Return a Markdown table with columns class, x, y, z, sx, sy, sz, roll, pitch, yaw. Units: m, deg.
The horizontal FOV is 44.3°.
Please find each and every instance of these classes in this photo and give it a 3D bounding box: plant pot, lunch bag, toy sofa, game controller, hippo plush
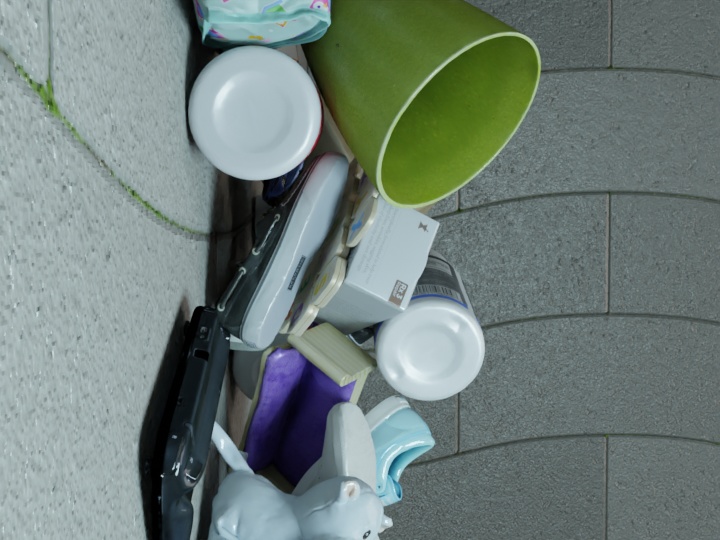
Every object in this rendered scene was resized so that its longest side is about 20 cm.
| class | x | y | z | sx | sy | sz | roll | pitch | yaw |
| --- | --- | --- | --- | --- | --- | --- | --- | --- | --- |
| plant pot | 0.030 | -0.193 | 0.824 | 0.200 | 0.187 | 0.188 | 48 | -23 | 27 |
| lunch bag | -0.088 | -0.276 | 0.743 | 0.200 | 0.121 | 0.172 | -143 | -132 | -79 |
| toy sofa | -0.064 | 0.164 | 0.952 | 0.097 | 0.083 | 0.201 | -19 | 137 | -48 |
| game controller | -0.130 | 0.113 | 0.663 | 0.200 | 0.042 | 0.105 | -91 | -165 | -61 |
| hippo plush | -0.050 | 0.250 | 0.810 | 0.160 | 0.160 | 0.201 | 65 | 21 | -52 |

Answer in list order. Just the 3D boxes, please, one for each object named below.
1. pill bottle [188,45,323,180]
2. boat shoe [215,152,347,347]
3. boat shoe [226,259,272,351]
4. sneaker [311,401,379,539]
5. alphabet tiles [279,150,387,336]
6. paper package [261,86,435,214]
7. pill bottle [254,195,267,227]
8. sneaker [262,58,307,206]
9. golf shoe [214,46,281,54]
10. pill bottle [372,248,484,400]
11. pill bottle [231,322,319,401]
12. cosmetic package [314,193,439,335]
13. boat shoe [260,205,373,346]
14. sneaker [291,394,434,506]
| class | x | y | z | sx | sy | sz | roll | pitch | yaw |
| --- | --- | --- | --- | --- | --- | --- | --- | --- | --- |
| pill bottle | -0.090 | -0.145 | 0.829 | 0.200 | 0.111 | 0.113 | -93 | -177 | -81 |
| boat shoe | -0.075 | -0.027 | 0.835 | 0.201 | 0.056 | 0.069 | -64 | 164 | -8 |
| boat shoe | -0.113 | 0.025 | 0.968 | 0.202 | 0.074 | 0.065 | -71 | 166 | -72 |
| sneaker | -0.031 | 0.234 | 0.888 | 0.075 | 0.088 | 0.201 | 0 | 85 | -65 |
| alphabet tiles | -0.032 | -0.030 | 0.903 | 0.196 | 0.015 | 0.201 | -51 | -160 | 41 |
| paper package | -0.017 | -0.109 | 1.118 | 0.191 | 0.103 | 0.200 | 61 | -35 | 9 |
| pill bottle | -0.051 | -0.068 | 1.277 | 0.112 | 0.199 | 0.113 | -179 | -90 | -87 |
| sneaker | -0.112 | -0.166 | 1.047 | 0.075 | 0.078 | 0.201 | 134 | -43 | -53 |
| golf shoe | -0.104 | -0.265 | 0.939 | 0.200 | 0.091 | 0.076 | -95 | -177 | -65 |
| pill bottle | 0.067 | 0.048 | 0.980 | 0.200 | 0.113 | 0.115 | -94 | -176 | -70 |
| pill bottle | -0.093 | 0.070 | 1.087 | 0.200 | 0.112 | 0.113 | -93 | -177 | -62 |
| cosmetic package | 0.000 | 0.000 | 0.920 | 0.102 | 0.074 | 0.200 | -68 | -169 | -19 |
| boat shoe | -0.044 | 0.001 | 1.050 | 0.201 | 0.056 | 0.069 | 57 | 14 | -6 |
| sneaker | -0.002 | 0.228 | 0.939 | 0.082 | 0.200 | 0.074 | 41 | -2 | 32 |
